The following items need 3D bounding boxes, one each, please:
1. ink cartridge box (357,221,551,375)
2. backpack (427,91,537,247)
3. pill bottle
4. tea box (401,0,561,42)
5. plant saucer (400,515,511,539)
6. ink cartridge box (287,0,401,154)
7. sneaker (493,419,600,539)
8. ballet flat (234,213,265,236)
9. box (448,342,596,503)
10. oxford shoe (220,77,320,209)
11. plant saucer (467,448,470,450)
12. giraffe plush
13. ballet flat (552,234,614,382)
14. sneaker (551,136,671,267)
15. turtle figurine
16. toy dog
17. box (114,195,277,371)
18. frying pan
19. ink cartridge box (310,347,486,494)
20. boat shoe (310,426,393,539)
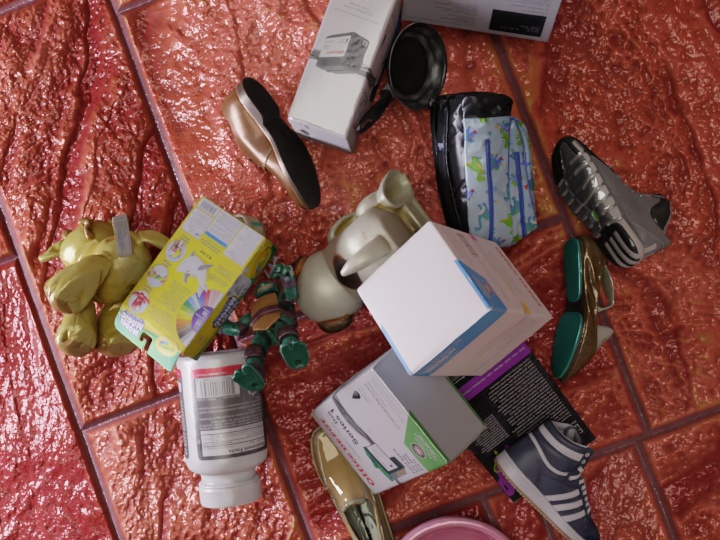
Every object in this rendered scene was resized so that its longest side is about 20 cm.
[{"bbox_3d":[0.121,0.042,0.992,0.125,0.200,0.129,-43,62,22],"label":"ink cartridge box"},{"bbox_3d":[0.158,-0.124,1.083,0.153,0.163,0.200,4,96,-12],"label":"backpack"},{"bbox_3d":[-0.183,0.208,1.113,0.110,0.111,0.200,-6,88,3],"label":"pill bottle"},{"bbox_3d":[0.168,-0.424,1.068,0.200,0.134,0.197,9,66,3],"label":"tea box"},{"bbox_3d":[0.127,0.426,1.117,0.200,0.051,0.201,0,90,0],"label":"plant saucer"},{"bbox_3d":[-0.017,-0.268,1.096,0.084,0.145,0.200,20,90,3],"label":"ink cartridge box"},{"bbox_3d":[0.275,0.277,1.082,0.108,0.070,0.200,-44,109,5],"label":"sneaker"},{"bbox_3d":[-0.220,-0.009,1.142,0.200,0.069,0.070,-39,87,2],"label":"ballet flat"},{"bbox_3d":[0.200,0.193,1.099,0.143,0.036,0.200,-38,107,2],"label":"box"},{"bbox_3d":[-0.123,-0.164,1.150,0.071,0.071,0.200,-33,87,30],"label":"oxford shoe"},{"bbox_3d":[0.139,0.148,1.138,0.200,0.029,0.201,0,88,4],"label":"plant saucer"},{"bbox_3d":[-0.349,-0.001,1.109,0.172,0.162,0.200,1,109,-37],"label":"giraffe plush"},{"bbox_3d":[0.306,0.053,1.120,0.072,0.068,0.200,7,85,-15],"label":"ballet flat"},{"bbox_3d":[0.347,-0.101,1.121,0.115,0.075,0.200,-17,70,-25],"label":"sneaker"},{"bbox_3d":[-0.124,0.056,1.070,0.101,0.200,0.150,33,114,-35],"label":"turtle figurine"},{"bbox_3d":[0.000,0.000,1.079,0.140,0.194,0.200,47,125,-10],"label":"toy dog"},{"bbox_3d":[-0.208,0.020,1.037,0.117,0.048,0.200,33,82,24],"label":"box"},{"bbox_3d":[0.059,-0.241,1.115,0.031,0.115,0.190,17,78,44],"label":"frying pan"},{"bbox_3d":[0.041,0.188,1.053,0.084,0.200,0.146,-36,85,-36],"label":"ink cartridge box"},{"bbox_3d":[-0.009,0.301,1.119,0.072,0.076,0.200,-29,87,2],"label":"boat shoe"}]
